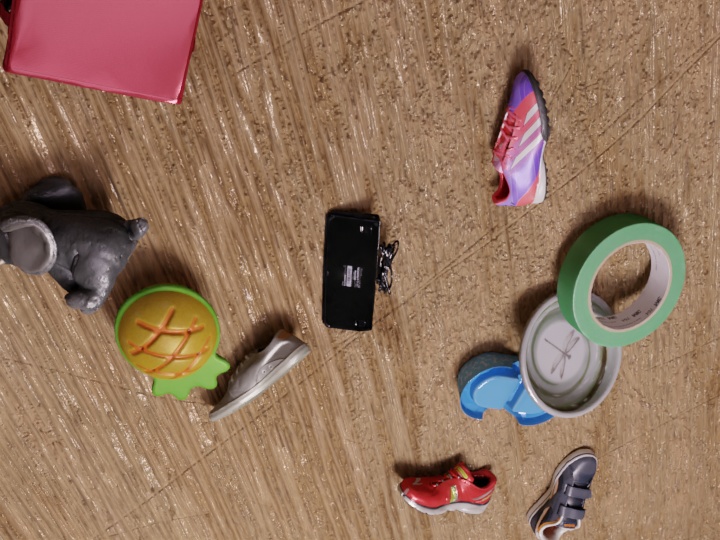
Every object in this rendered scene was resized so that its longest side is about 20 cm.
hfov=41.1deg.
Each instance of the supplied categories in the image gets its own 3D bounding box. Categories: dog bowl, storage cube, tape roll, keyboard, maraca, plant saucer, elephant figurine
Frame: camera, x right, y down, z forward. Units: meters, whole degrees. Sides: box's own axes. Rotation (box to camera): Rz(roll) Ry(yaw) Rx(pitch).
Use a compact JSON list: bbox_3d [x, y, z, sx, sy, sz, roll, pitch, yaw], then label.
[{"bbox_3d":[0.245,0.190,1.560,0.199,0.050,0.112,11,121,-24],"label":"dog bowl"},{"bbox_3d":[-0.253,-0.297,0.967,0.199,0.171,0.181,7,122,-21],"label":"storage cube"},{"bbox_3d":[0.395,0.015,1.450,0.199,0.048,0.202,-8,115,-18],"label":"tape roll"},{"bbox_3d":[0.000,0.000,1.363,0.103,0.040,0.201,8,127,5],"label":"keyboard"},{"bbox_3d":[-0.253,0.099,1.299,0.136,0.107,0.201,-18,129,-1],"label":"maraca"},{"bbox_3d":[0.320,0.128,1.506,0.199,0.050,0.202,-2,94,-28],"label":"plant saucer"},{"bbox_3d":[-0.382,-0.041,1.153,0.199,0.141,0.156,31,83,-16],"label":"elephant figurine"}]

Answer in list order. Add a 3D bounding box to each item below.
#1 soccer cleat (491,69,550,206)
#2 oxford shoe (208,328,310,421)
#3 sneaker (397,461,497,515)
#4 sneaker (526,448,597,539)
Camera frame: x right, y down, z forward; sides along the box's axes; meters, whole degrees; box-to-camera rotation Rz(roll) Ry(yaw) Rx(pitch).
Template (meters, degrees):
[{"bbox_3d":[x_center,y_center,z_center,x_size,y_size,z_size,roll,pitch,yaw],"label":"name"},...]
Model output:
[{"bbox_3d":[0.208,-0.169,1.275,0.073,0.068,0.201,-12,130,-3],"label":"soccer cleat"},{"bbox_3d":[-0.156,0.153,1.406,0.200,0.075,0.058,-42,85,24],"label":"oxford shoe"},{"bbox_3d":[0.151,0.366,1.654,0.199,0.077,0.085,8,118,-35],"label":"sneaker"},{"bbox_3d":[0.382,0.421,1.757,0.078,0.080,0.201,12,119,-24],"label":"sneaker"}]
